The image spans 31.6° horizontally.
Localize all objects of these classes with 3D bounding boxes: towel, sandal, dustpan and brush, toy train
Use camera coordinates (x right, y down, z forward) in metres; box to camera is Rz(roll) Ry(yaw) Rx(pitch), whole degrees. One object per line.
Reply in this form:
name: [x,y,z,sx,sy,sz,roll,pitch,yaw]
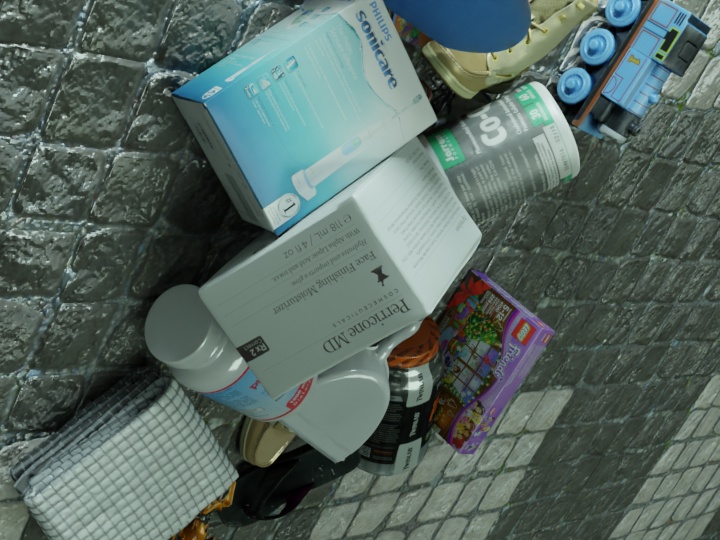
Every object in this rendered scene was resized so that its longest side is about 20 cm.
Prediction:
towel: [-0.248,0.215,1.330,0.200,0.086,0.166,-39,129,-17]
sandal: [-0.092,0.263,1.559,0.200,0.048,0.075,-31,122,12]
dustpan and brush: [0.005,0.118,1.453,0.200,0.057,0.140,-38,128,13]
toy train: [0.321,-0.243,1.519,0.087,0.114,0.200,14,112,-52]

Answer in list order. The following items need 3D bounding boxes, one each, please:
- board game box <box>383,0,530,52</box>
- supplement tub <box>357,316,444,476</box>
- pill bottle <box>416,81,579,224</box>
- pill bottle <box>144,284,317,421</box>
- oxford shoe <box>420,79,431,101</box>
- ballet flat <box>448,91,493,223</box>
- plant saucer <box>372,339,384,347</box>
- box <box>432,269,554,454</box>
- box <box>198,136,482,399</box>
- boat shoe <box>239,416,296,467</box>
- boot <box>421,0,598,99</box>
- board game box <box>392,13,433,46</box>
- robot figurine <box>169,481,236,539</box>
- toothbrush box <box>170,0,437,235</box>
board game box: [0.068,-0.275,1.156,0.039,0.200,0.158,-62,-167,-17]
supplement tub: [0.037,0.147,1.576,0.122,0.122,0.200,-23,139,-32]
pill bottle: [0.122,-0.110,1.353,0.200,0.113,0.113,-26,143,-1]
pill bottle: [-0.135,0.085,1.335,0.109,0.109,0.200,-50,146,2]
oxford shoe: [-0.007,-0.127,1.310,0.200,0.071,0.074,-28,146,-26]
ballet flat: [0.135,-0.123,1.460,0.072,0.072,0.200,-40,144,-13]
plant saucer: [0.000,0.000,1.442,0.200,0.037,0.201,-19,123,-33]
box: [0.145,0.119,1.655,0.039,0.137,0.200,13,112,-53]
box: [-0.015,-0.006,1.233,0.199,0.131,0.200,-31,-171,28]
boat shoe: [-0.075,0.160,1.510,0.074,0.069,0.200,9,116,-51]
boot: [0.158,-0.248,1.307,0.155,0.073,0.200,-39,167,26]
board game box: [0.114,-0.310,1.288,0.158,0.039,0.200,-19,136,-36]
robot figurine: [-0.204,0.306,1.474,0.200,0.058,0.145,-68,163,2]
toothbrush box: [-0.049,-0.152,1.180,0.200,0.085,0.147,-37,119,-16]
